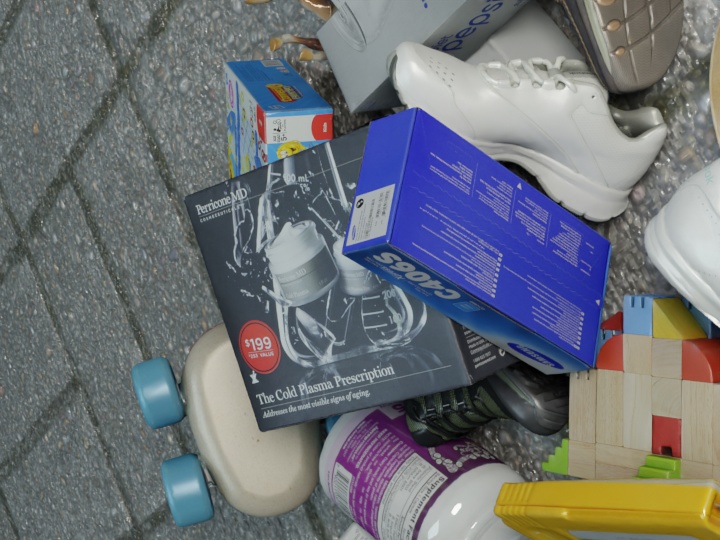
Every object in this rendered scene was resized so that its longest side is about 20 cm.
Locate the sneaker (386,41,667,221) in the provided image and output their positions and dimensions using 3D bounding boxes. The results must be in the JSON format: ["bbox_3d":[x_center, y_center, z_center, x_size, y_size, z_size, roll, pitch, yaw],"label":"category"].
[{"bbox_3d":[0.109,-0.108,0.950,0.087,0.200,0.075,-53,28,33],"label":"sneaker"}]

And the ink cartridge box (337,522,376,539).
[{"bbox_3d":[0.024,0.324,1.158,0.200,0.174,0.044,39,138,4],"label":"ink cartridge box"}]

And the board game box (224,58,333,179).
[{"bbox_3d":[-0.069,-0.063,1.238,0.200,0.056,0.196,-127,34,-67],"label":"board game box"}]

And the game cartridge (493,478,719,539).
[{"bbox_3d":[0.204,0.182,0.932,0.200,0.176,0.032,-15,48,55],"label":"game cartridge"}]

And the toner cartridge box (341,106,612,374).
[{"bbox_3d":[0.079,-0.014,0.932,0.043,0.200,0.095,-11,57,45],"label":"toner cartridge box"}]

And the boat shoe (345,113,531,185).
[{"bbox_3d":[0.061,-0.061,1.110,0.199,0.068,0.074,45,136,35],"label":"boat shoe"}]

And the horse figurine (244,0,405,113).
[{"bbox_3d":[-0.020,-0.197,1.144,0.200,0.132,0.050,61,137,38],"label":"horse figurine"}]

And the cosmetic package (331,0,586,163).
[{"bbox_3d":[0.063,-0.179,1.060,0.200,0.074,0.102,56,141,27],"label":"cosmetic package"}]

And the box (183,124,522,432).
[{"bbox_3d":[0.000,0.000,1.030,0.200,0.104,0.182,-18,91,39],"label":"box"}]

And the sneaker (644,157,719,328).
[{"bbox_3d":[0.256,0.018,0.836,0.200,0.075,0.089,44,133,12],"label":"sneaker"}]

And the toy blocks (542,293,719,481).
[{"bbox_3d":[0.207,0.074,0.953,0.200,0.100,0.137,3,93,53],"label":"toy blocks"}]

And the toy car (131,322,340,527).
[{"bbox_3d":[-0.100,0.135,1.364,0.200,0.184,0.177,137,116,-83],"label":"toy car"}]

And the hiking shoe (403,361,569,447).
[{"bbox_3d":[0.085,0.096,1.111,0.200,0.076,0.101,32,104,56],"label":"hiking shoe"}]

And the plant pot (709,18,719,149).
[{"bbox_3d":[0.282,-0.099,0.823,0.200,0.027,0.200,24,120,49],"label":"plant pot"}]

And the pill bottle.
[{"bbox_3d":[0.066,0.185,1.159,0.200,0.112,0.112,33,128,44],"label":"pill bottle"}]

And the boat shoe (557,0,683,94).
[{"bbox_3d":[0.151,-0.206,0.940,0.073,0.074,0.200,153,109,-65],"label":"boat shoe"}]

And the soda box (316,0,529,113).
[{"bbox_3d":[0.051,-0.180,0.959,0.200,0.063,0.068,-37,71,53],"label":"soda box"}]
